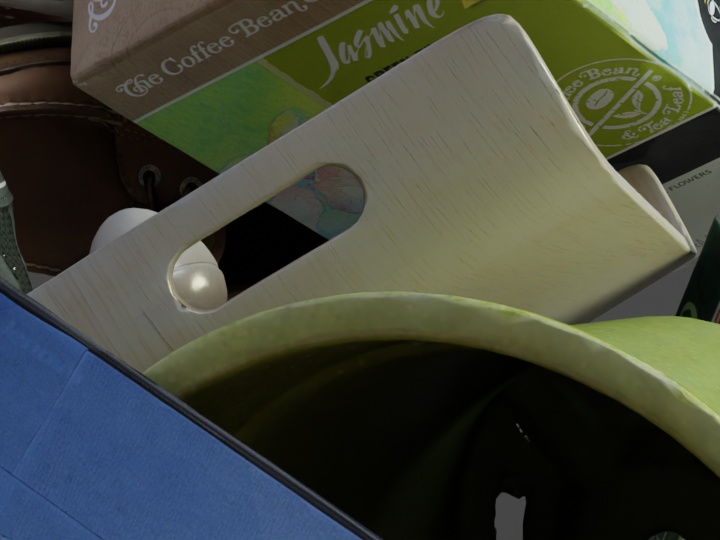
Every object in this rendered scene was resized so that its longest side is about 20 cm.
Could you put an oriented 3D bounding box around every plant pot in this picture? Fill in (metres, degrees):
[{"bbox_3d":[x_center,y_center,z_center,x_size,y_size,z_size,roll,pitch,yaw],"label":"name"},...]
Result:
[{"bbox_3d":[0.047,0.086,0.650,0.199,0.201,0.190,27,20,16],"label":"plant pot"}]

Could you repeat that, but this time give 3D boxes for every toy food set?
[{"bbox_3d":[0.000,0.000,0.712,0.061,0.143,0.200,60,9,12],"label":"toy food set"}]

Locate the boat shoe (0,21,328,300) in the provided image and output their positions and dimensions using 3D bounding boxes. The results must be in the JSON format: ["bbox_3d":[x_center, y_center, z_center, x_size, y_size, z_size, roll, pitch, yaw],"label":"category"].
[{"bbox_3d":[-0.059,-0.027,0.866,0.199,0.072,0.068,-3,35,-32],"label":"boat shoe"}]

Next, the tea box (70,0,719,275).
[{"bbox_3d":[0.028,-0.120,0.839,0.196,0.133,0.201,29,48,-41],"label":"tea box"}]

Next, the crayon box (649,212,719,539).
[{"bbox_3d":[0.172,0.060,0.797,0.199,0.127,0.051,8,31,-19],"label":"crayon box"}]

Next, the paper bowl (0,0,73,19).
[{"bbox_3d":[-0.119,-0.144,0.932,0.200,0.105,0.201,13,6,-1],"label":"paper bowl"}]

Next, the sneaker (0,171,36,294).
[{"bbox_3d":[-0.095,0.050,0.736,0.086,0.080,0.200,20,36,-21],"label":"sneaker"}]

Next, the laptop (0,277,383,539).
[{"bbox_3d":[-0.077,0.130,0.521,0.187,0.116,0.200,32,44,24],"label":"laptop"}]
